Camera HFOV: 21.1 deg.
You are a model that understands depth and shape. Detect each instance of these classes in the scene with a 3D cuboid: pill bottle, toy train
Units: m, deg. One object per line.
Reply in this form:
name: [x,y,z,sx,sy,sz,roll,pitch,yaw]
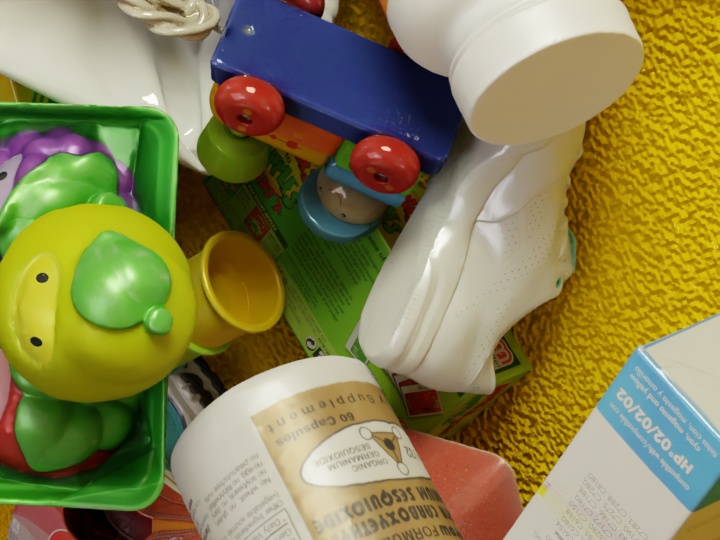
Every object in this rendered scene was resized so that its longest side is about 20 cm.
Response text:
pill bottle: [0.051,-0.162,0.883,0.112,0.112,0.201,-48,55,42]
pill bottle: [-0.003,0.151,0.930,0.114,0.114,0.200,-53,56,41]
toy train: [-0.058,-0.087,0.953,0.199,0.085,0.116,23,148,-7]

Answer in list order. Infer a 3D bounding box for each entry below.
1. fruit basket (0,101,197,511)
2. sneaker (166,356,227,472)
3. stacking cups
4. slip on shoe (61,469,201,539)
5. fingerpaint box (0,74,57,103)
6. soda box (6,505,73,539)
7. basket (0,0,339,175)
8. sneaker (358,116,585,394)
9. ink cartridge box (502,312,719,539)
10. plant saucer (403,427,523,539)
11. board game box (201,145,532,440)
fruit basket: [-0.150,0.017,0.945,0.155,0.216,0.217,2,109,2]
sneaker: [-0.163,0.044,1.199,0.080,0.077,0.200,-42,67,8]
stacking cups: [-0.128,0.039,1.111,0.200,0.060,0.061,-27,83,42]
slip on shoe: [-0.095,0.165,1.096,0.200,0.061,0.074,25,121,37]
fingerpaint box: [-0.221,-0.061,1.140,0.200,0.073,0.168,-7,98,48]
soda box: [-0.146,0.204,1.261,0.200,0.063,0.070,41,128,30]
basket: [-0.122,-0.168,1.009,0.136,0.200,0.124,-46,26,38]
sneaker: [0.079,-0.031,0.959,0.200,0.088,0.075,-61,24,11]
ink cartridge box: [0.137,0.111,0.906,0.068,0.115,0.200,48,131,24]
plant saucer: [0.017,0.171,1.063,0.200,0.037,0.200,13,129,43]
board game box: [0.000,0.000,1.059,0.102,0.048,0.200,-45,70,43]
